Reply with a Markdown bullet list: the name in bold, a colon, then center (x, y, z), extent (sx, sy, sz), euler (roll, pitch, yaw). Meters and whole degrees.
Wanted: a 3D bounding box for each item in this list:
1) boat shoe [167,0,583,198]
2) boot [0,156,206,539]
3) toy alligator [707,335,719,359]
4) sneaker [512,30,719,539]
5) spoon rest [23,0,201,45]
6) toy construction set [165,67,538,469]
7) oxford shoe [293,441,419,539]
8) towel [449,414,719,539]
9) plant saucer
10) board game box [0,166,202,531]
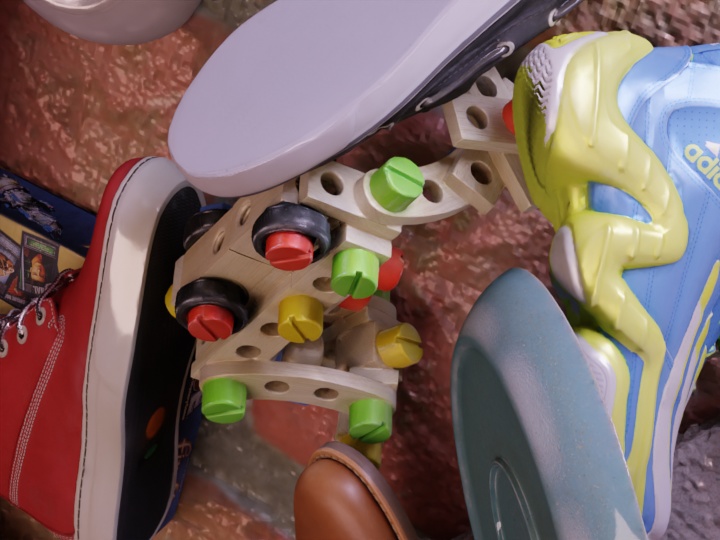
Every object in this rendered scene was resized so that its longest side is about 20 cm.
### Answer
- **boat shoe**: center (0.023, -0.086, 0.858), extent (0.200, 0.057, 0.069), euler (-37, 50, 1)
- **boot**: center (-0.143, 0.021, 1.006), extent (0.144, 0.072, 0.200), euler (26, 126, 17)
- **toy alligator**: center (0.176, 0.034, 0.890), extent (0.200, 0.054, 0.059), euler (-7, 109, 30)
- **sneaker**: center (0.120, 0.007, 0.872), extent (0.105, 0.076, 0.200), euler (-10, 106, -6)
- **spoon rest**: center (-0.156, -0.154, 0.988), extent (0.200, 0.061, 0.099), euler (15, 121, 7)
- **toy construction set**: center (0.000, 0.000, 0.932), extent (0.131, 0.092, 0.200), euler (21, 128, -24)
- **oxford shoe**: center (-0.009, 0.169, 0.973), extent (0.071, 0.071, 0.200), euler (17, 118, 48)
- **towel**: center (0.117, 0.146, 0.988), extent (0.200, 0.034, 0.133), euler (-31, 97, 35)
- **plant saucer**: center (0.069, 0.099, 0.879), extent (0.027, 0.200, 0.200), euler (-14, 110, -9)
- **board game box**: center (-0.163, 0.025, 1.080), extent (0.200, 0.035, 0.136), euler (27, 123, 15)
